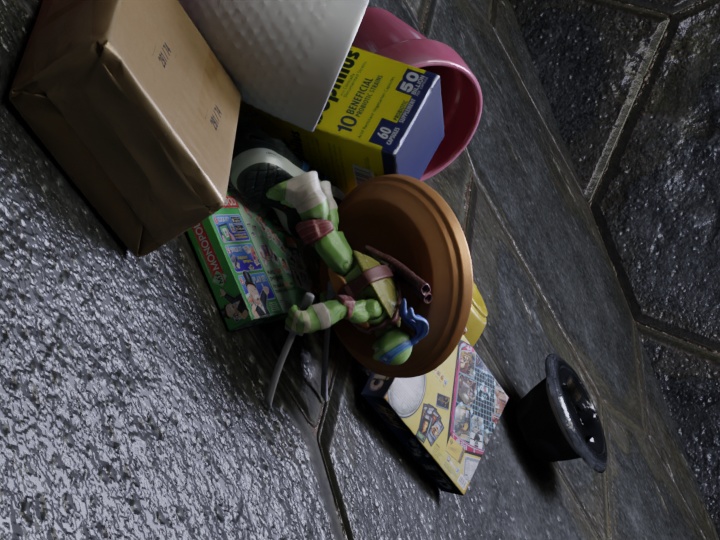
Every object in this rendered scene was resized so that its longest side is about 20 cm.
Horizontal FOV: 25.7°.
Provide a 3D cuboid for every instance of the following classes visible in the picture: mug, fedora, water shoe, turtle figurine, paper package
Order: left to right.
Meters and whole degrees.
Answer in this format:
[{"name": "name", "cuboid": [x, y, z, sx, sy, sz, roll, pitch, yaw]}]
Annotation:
[{"name": "paper package", "cuboid": [-0.194, -0.147, 1.346, 0.191, 0.103, 0.201, 56, 18, -31]}, {"name": "mug", "cuboid": [-0.096, -0.238, 1.512, 0.174, 0.149, 0.200, 23, 9, -5]}, {"name": "water shoe", "cuboid": [-0.071, -0.096, 1.594, 0.200, 0.071, 0.079, 38, 26, -59]}, {"name": "turtle figurine", "cuboid": [-0.046, 0.020, 1.490, 0.143, 0.199, 0.195, -12, 76, -49]}, {"name": "fedora", "cuboid": [0.277, 0.216, 2.241, 0.201, 0.091, 0.201, 54, 20, -30]}]

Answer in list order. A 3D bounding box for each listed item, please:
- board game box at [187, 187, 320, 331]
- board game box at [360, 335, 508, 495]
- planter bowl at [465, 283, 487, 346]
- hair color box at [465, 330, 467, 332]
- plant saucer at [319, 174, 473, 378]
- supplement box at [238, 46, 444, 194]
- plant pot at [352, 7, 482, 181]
[{"name": "board game box", "cuboid": [-0.106, -0.015, 1.544, 0.135, 0.029, 0.200, 66, 17, 5]}, {"name": "board game box", "cuboid": [0.087, 0.140, 1.756, 0.200, 0.034, 0.136, 53, 56, -40]}, {"name": "planter bowl", "cuboid": [0.100, 0.037, 1.947, 0.201, 0.083, 0.201, 55, 12, -18]}, {"name": "hair color box", "cuboid": [0.040, -0.002, 1.831, 0.101, 0.061, 0.201, -4, 64, -34]}, {"name": "plant saucer", "cuboid": [0.026, 0.007, 1.545, 0.037, 0.200, 0.201, -7, 70, -44]}, {"name": "supplement box", "cuboid": [-0.027, -0.159, 1.620, 0.109, 0.199, 0.110, -61, 160, -25]}, {"name": "plant pot", "cuboid": [0.033, -0.236, 2.026, 0.200, 0.200, 0.179, 43, 11, -49]}]
